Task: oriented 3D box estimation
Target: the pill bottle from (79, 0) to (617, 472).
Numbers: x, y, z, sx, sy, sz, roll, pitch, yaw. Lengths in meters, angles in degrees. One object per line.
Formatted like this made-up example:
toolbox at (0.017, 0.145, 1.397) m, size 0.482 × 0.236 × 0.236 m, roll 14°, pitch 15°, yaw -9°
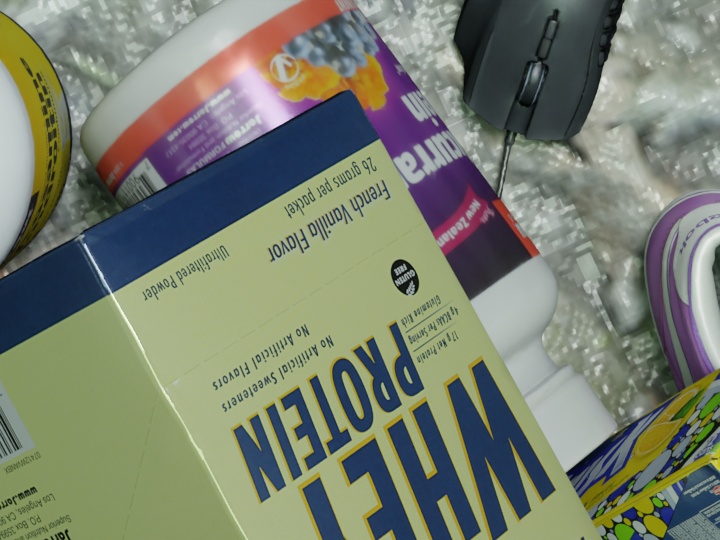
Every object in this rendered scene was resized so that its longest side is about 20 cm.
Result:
pill bottle at (0.000, 0.000, 0.956) m, size 0.111 × 0.111 × 0.200 m, roll -37°, pitch 87°, yaw 4°

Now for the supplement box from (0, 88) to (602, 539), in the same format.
supplement box at (-0.055, 0.084, 0.872) m, size 0.200 × 0.134 × 0.200 m, roll -26°, pitch 94°, yaw 44°

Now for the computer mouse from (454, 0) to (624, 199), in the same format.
computer mouse at (0.054, -0.044, 1.004) m, size 0.058 × 0.034 × 0.201 m, roll 14°, pitch 97°, yaw -3°

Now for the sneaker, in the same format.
sneaker at (0.158, 0.070, 0.979) m, size 0.072 × 0.114 × 0.201 m, roll -27°, pitch 97°, yaw 1°

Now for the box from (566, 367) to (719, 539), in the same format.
box at (0.110, 0.091, 0.938) m, size 0.064 × 0.200 × 0.070 m, roll 42°, pitch 58°, yaw -5°

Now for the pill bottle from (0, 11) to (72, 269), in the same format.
pill bottle at (-0.163, -0.040, 0.918) m, size 0.112 × 0.200 × 0.112 m, roll 0°, pitch 97°, yaw 0°
